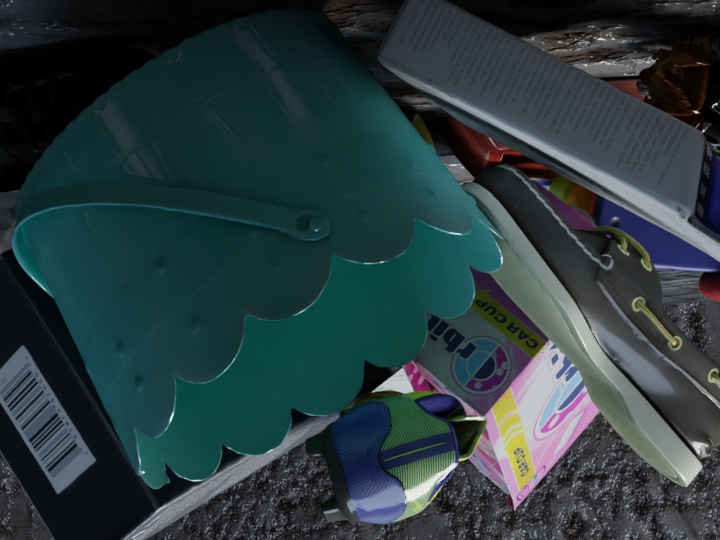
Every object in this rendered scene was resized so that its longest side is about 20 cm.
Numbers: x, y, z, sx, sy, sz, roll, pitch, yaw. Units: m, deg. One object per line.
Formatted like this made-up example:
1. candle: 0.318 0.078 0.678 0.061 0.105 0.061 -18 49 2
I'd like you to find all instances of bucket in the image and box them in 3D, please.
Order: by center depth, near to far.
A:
1. bucket: -0.051 -0.011 0.954 0.206 0.135 0.207 -31 164 -10

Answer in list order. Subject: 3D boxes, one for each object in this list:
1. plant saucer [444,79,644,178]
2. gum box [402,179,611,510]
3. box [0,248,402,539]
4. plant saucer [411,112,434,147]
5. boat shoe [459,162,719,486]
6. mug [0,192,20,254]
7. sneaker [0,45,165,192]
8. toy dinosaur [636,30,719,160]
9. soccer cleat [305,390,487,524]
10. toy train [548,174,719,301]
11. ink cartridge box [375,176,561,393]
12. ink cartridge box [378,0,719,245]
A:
1. plant saucer: 0.153 -0.084 1.299 0.197 0.037 0.200 -3 176 1
2. gum box: 0.090 0.047 1.147 0.066 0.114 0.200 38 170 20
3. box: -0.095 0.039 1.102 0.199 0.149 0.107 -28 172 -40
4. plant saucer: 0.000 0.000 1.281 0.031 0.201 0.200 28 173 -1
5. boat shoe: 0.118 0.017 1.014 0.061 0.202 0.072 -43 -152 -8
6. mug: -0.254 0.000 1.191 0.198 0.177 0.148 3 173 -11
7. sneaker: -0.178 -0.070 1.039 0.111 0.074 0.199 1 174 -40
8. toy dinosaur: 0.195 -0.081 1.069 0.135 0.103 0.200 13 -154 29
9. soccer cleat: 0.027 0.090 1.053 0.083 0.065 0.200 -16 178 7
10. toy train: 0.142 -0.037 1.254 0.198 0.086 0.116 4 -170 -19
11. ink cartridge box: 0.093 0.008 1.383 0.199 0.201 0.041 0 -140 -47
12. ink cartridge box: 0.120 -0.053 0.969 0.199 0.041 0.199 31 -177 14
